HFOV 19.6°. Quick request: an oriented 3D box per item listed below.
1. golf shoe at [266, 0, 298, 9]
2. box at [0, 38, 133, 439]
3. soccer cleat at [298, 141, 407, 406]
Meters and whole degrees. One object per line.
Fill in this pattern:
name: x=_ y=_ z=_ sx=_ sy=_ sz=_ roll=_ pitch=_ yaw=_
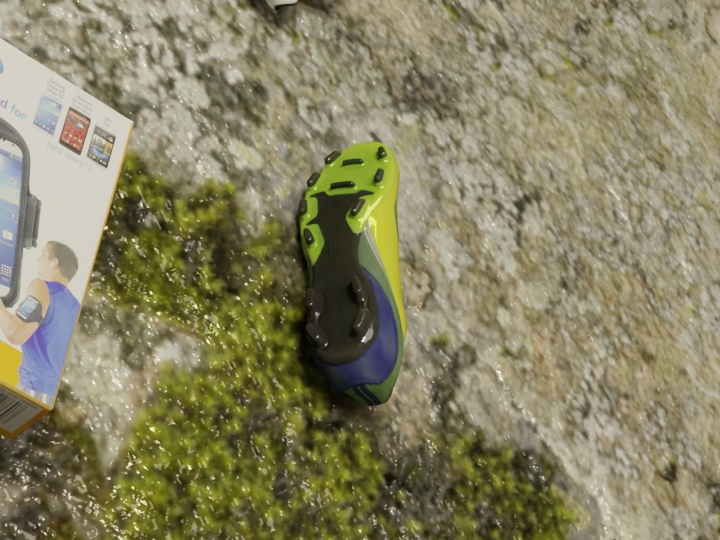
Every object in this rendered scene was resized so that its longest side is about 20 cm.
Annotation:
golf shoe: x=-0.027 y=-0.241 z=1.488 sx=0.200 sy=0.078 sz=0.095 roll=-31 pitch=104 yaw=-49
box: x=-0.175 y=-0.036 z=0.951 sx=0.119 sy=0.041 sz=0.200 roll=32 pitch=48 yaw=-25
soccer cleat: x=-0.001 y=0.000 z=1.356 sx=0.084 sy=0.065 sz=0.200 roll=61 pitch=24 yaw=-43
